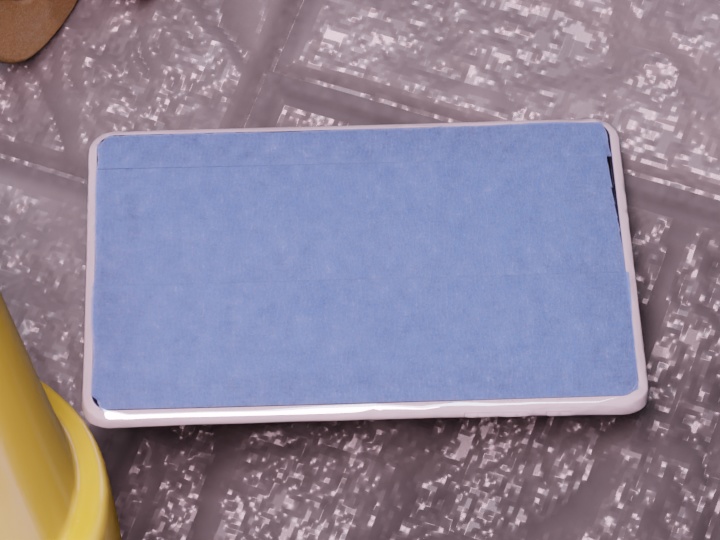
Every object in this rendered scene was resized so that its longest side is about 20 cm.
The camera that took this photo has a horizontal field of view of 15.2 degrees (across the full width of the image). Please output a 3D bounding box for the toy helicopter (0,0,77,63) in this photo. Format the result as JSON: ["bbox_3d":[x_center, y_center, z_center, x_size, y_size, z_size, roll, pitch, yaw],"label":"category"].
[{"bbox_3d":[-0.136,-0.152,0.993,0.079,0.200,0.132,26,58,19],"label":"toy helicopter"}]

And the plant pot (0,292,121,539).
[{"bbox_3d":[-0.183,0.057,0.886,0.200,0.189,0.201,-2,36,2],"label":"plant pot"}]

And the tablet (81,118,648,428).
[{"bbox_3d":[0.000,0.000,0.975,0.199,0.014,0.130,-2,55,-1],"label":"tablet"}]
